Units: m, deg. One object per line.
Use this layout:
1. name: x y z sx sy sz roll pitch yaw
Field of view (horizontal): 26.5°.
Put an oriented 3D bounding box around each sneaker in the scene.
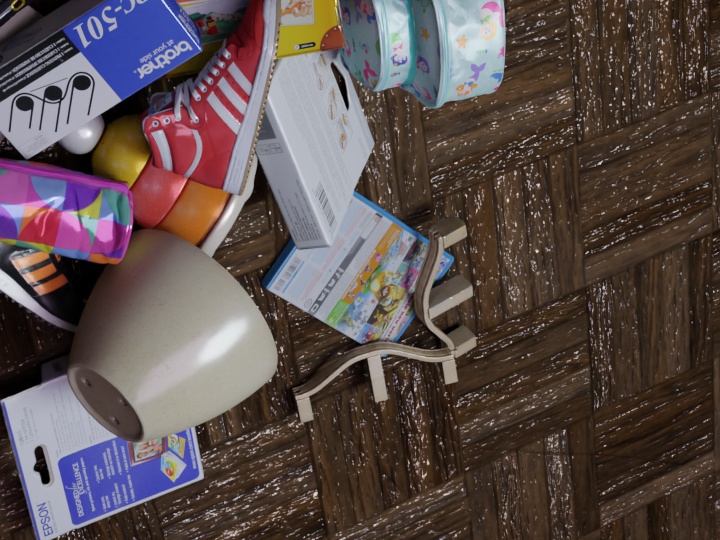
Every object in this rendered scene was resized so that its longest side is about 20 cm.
1. sneaker: -0.315 -0.013 1.499 0.090 0.070 0.200 -49 127 5
2. sneaker: -0.139 -0.172 1.402 0.111 0.071 0.202 13 113 -6

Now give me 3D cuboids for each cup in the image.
1. cup: -0.200 0.083 1.486 0.143 0.199 0.201 -48 133 -31

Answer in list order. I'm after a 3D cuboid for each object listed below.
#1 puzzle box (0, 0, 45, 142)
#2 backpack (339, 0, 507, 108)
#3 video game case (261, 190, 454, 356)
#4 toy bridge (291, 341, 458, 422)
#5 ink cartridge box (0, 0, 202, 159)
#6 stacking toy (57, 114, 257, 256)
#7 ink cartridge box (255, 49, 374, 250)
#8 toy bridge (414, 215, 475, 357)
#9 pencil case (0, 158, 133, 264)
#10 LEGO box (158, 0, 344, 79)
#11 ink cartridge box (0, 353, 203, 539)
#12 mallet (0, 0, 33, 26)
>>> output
1. puzzle box: -0.373 -0.172 1.409 0.200 0.025 0.133 -51 129 3
2. backpack: 0.060 -0.255 1.509 0.149 0.200 0.179 -18 124 -21
3. video game case: 0.000 0.000 1.726 0.199 0.018 0.144 32 96 -38
4. toy bridge: 0.018 0.118 1.765 0.198 0.027 0.068 -15 118 -7
5. ink cartridge box: -0.251 -0.191 1.385 0.199 0.044 0.094 -30 129 12
6. stacking toy: -0.213 -0.105 1.500 0.199 0.146 0.147 30 99 -18
7. ink cartridge box: -0.054 -0.153 1.561 0.043 0.174 0.201 -4 129 23
8. toy bridge: 0.095 0.031 1.760 0.067 0.027 0.201 -28 136 -20
9. pencil case: -0.307 -0.062 1.407 0.198 0.088 0.089 12 109 -21
10. LEGO box: -0.123 -0.274 1.427 0.198 0.077 0.150 -9 122 -1
11. ink cartridge box: -0.277 0.173 1.640 0.199 0.047 0.199 -18 124 -20
12. mallet: -0.370 -0.179 1.371 0.199 0.041 0.066 -36 126 -14
